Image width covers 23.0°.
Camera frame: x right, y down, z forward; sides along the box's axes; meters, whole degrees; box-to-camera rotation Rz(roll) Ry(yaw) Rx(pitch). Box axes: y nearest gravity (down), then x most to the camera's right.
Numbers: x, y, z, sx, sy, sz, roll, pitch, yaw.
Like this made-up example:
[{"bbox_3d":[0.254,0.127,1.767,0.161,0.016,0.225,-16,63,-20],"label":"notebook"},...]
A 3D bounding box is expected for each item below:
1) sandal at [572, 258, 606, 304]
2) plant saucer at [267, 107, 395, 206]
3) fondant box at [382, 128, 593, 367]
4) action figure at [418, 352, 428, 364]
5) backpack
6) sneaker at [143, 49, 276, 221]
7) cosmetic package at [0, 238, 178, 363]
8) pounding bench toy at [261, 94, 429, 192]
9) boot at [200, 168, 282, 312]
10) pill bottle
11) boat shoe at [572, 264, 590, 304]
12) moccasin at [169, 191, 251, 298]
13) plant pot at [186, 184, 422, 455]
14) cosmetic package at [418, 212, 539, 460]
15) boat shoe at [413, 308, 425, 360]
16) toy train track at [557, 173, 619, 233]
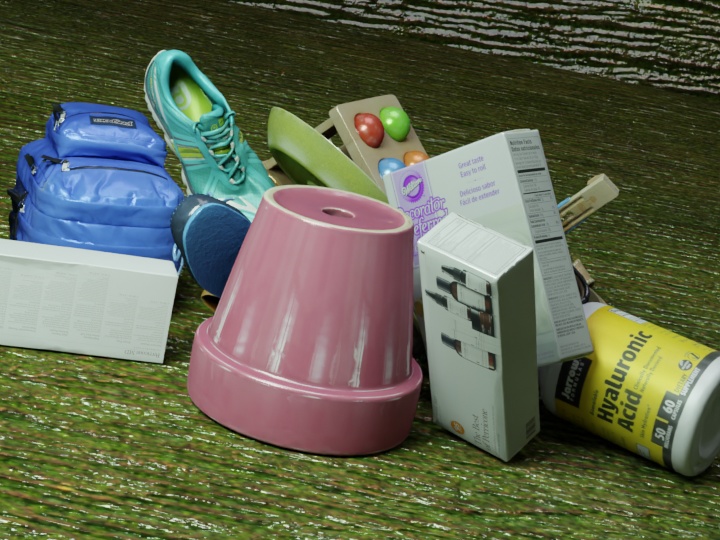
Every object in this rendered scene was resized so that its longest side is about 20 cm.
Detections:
[{"bbox_3d":[0.225,0.030,1.919,0.070,0.078,0.212,39,8,-32],"label":"sandal"},{"bbox_3d":[-0.021,-0.074,1.668,0.200,0.031,0.200,42,-8,7],"label":"plant saucer"},{"bbox_3d":[0.110,-0.007,1.543,0.144,0.201,0.058,-17,-6,41],"label":"fondant box"},{"bbox_3d":[0.141,0.074,1.687,0.199,0.055,0.118,-4,35,-31],"label":"action figure"},{"bbox_3d":[-0.250,-0.062,1.664,0.161,0.169,0.200,0,20,-15],"label":"backpack"},{"bbox_3d":[-0.139,-0.117,1.650,0.077,0.201,0.080,-34,-1,-19],"label":"sneaker"},{"bbox_3d":[-0.262,0.023,1.511,0.199,0.083,0.051,8,14,-16],"label":"cosmetic package"},{"bbox_3d":[0.010,-0.108,1.933,0.200,0.156,0.125,-20,80,-58],"label":"pounding bench toy"},{"bbox_3d":[-0.114,-0.023,1.686,0.200,0.071,0.144,30,53,16],"label":"boot"},{"bbox_3d":[0.229,0.095,1.569,0.199,0.112,0.111,23,19,30],"label":"pill bottle"},{"bbox_3d":[0.128,-0.022,1.647,0.200,0.060,0.074,41,57,-9],"label":"boat shoe"},{"bbox_3d":[-0.123,-0.013,1.543,0.068,0.080,0.200,44,-7,31],"label":"moccasin"},{"bbox_3d":[-0.035,0.032,1.471,0.199,0.180,0.200,11,17,-3],"label":"plant pot"},{"bbox_3d":[0.097,0.057,1.439,0.082,0.201,0.051,27,50,35],"label":"cosmetic package"},{"bbox_3d":[0.000,0.001,1.627,0.072,0.066,0.201,-19,73,-50],"label":"boat shoe"},{"bbox_3d":[0.168,-0.036,1.704,0.115,0.200,0.033,44,35,-15],"label":"toy train track"}]
